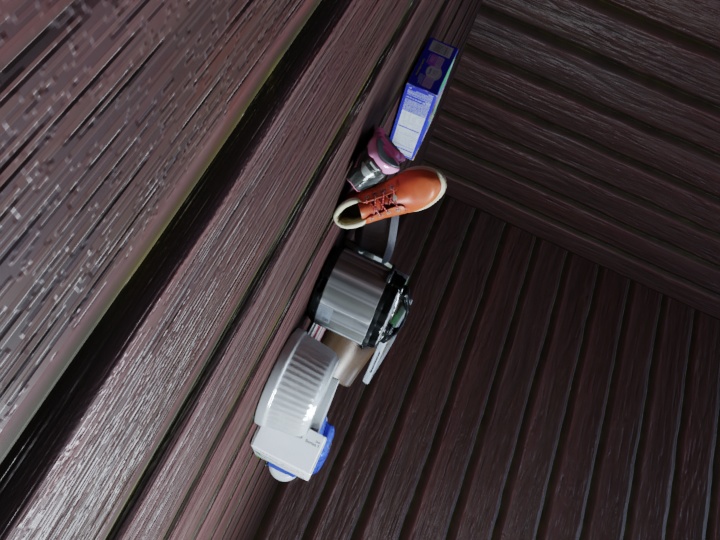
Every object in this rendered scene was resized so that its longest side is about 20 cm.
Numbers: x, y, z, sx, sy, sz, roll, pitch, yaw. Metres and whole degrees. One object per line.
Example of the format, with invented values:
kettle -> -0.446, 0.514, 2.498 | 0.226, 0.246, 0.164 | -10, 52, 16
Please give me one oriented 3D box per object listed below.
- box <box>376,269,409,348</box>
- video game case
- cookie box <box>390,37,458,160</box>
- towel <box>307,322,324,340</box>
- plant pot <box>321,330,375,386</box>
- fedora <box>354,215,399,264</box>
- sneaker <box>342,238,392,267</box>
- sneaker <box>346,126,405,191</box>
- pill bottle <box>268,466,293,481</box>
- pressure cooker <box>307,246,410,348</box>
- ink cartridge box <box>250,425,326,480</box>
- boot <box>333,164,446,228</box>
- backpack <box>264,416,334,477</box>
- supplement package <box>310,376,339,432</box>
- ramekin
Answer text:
box -> 0.010, 0.073, 1.456 | 0.097, 0.174, 0.202 | -57, 171, -53
video game case -> 0.076, 0.194, 1.536 | 0.200, 0.022, 0.184 | -50, 164, -50
cookie box -> 0.138, -0.384, 1.239 | 0.201, 0.074, 0.173 | 109, 5, -59
towel -> -0.125, 0.178, 1.372 | 0.200, 0.022, 0.146 | 93, 22, -75
plant pot -> -0.045, 0.231, 1.679 | 0.200, 0.198, 0.200 | -58, 176, -2
fedora -> 0.036, -0.111, 1.235 | 0.202, 0.088, 0.179 | -82, -177, -50
sneaker -> 0.000, 0.000, 1.324 | 0.199, 0.074, 0.107 | 25, 98, -52
sneaker -> 0.020, -0.185, 0.945 | 0.095, 0.079, 0.200 | -42, -174, 20
pill bottle -> -0.241, 0.622, 1.775 | 0.200, 0.110, 0.113 | 99, 16, -74
pressure cooker -> 0.005, 0.066, 1.149 | 0.176, 0.197, 0.181 | 93, 21, -78
ink cartridge box -> -0.159, 0.391, 1.213 | 0.201, 0.143, 0.085 | 107, 9, -65
boot -> 0.047, -0.117, 0.923 | 0.107, 0.197, 0.076 | -42, 114, -55
backpack -> -0.156, 0.446, 1.499 | 0.164, 0.165, 0.202 | -72, 178, -50
supplement package -> -0.132, 0.306, 1.271 | 0.201, 0.119, 0.121 | 105, 9, -64
ramekin -> -0.120, 0.229, 1.085 | 0.200, 0.103, 0.203 | 25, 89, -86
